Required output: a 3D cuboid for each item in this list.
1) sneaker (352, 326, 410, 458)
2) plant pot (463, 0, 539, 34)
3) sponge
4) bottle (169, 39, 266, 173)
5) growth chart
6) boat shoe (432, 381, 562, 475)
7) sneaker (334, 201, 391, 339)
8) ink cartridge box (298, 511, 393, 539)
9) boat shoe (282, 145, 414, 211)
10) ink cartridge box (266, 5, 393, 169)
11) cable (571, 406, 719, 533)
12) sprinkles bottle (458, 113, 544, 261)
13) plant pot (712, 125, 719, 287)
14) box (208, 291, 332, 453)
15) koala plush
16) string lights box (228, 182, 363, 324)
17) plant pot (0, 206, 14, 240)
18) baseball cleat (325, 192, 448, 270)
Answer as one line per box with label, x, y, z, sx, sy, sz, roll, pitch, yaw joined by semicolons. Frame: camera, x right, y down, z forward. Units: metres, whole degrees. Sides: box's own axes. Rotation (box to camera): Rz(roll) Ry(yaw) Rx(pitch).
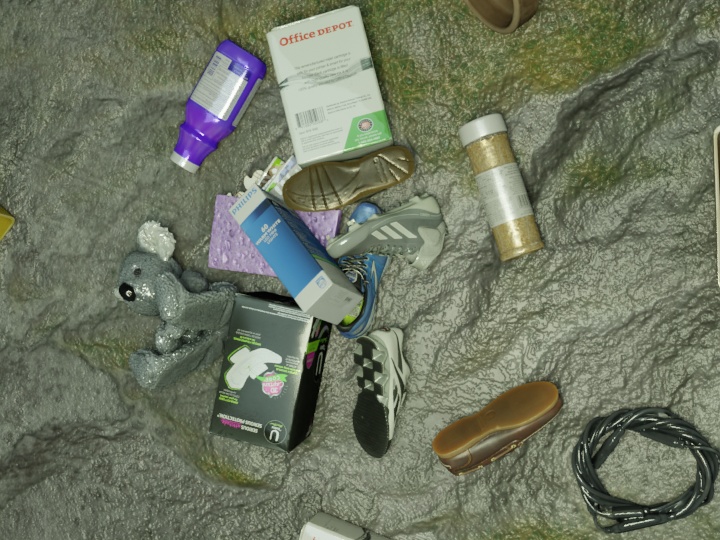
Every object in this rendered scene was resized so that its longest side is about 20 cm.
sneaker;0.039;0.177;1.359;0.073;0.088;0.204;21;119;36
plant pot;0.224;-0.457;1.278;0.173;0.200;0.202;-32;83;-7
sponge;-0.130;-0.048;1.401;0.196;0.030;0.114;8;92;13
bottle;-0.222;-0.246;1.420;0.083;0.065;0.202;31;96;11
growth chart;-0.118;-0.100;1.421;0.199;0.018;0.146;-39;81;9
boat shoe;0.201;0.228;1.330;0.198;0.071;0.071;-28;122;13
sneaker;0.000;0.000;1.358;0.077;0.089;0.204;7;89;12
ink cartridge box;-0.003;0.459;1.357;0.197;0.084;0.149;19;93;12
boat shoe;-0.016;-0.127;1.363;0.196;0.065;0.075;-13;84;1
ink cartridge box;-0.043;-0.264;1.366;0.144;0.083;0.204;-13;87;4
cable;0.399;0.271;1.296;0.197;0.051;0.166;-18;81;14
sprinkles bottle;0.201;-0.118;1.326;0.067;0.068;0.204;-18;86;11
plant pot;0.546;-0.077;1.195;0.196;0.177;0.204;-2;89;12
box;-0.125;0.142;1.353;0.122;0.148;0.204;12;91;10
koala plush;-0.291;0.041;1.398;0.199;0.182;0.179;38;120;26
string lights box;-0.090;-0.024;1.297;0.059;0.102;0.201;-44;63;10
plant pot;-0.713;-0.082;1.469;0.176;0.200;0.200;45;98;21
baseball cleat;0.048;-0.039;1.316;0.198;0.070;0.108;-26;89;-28
